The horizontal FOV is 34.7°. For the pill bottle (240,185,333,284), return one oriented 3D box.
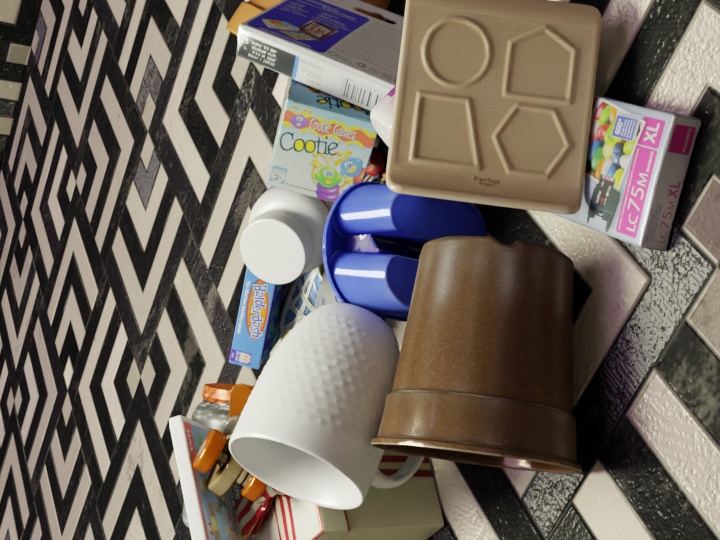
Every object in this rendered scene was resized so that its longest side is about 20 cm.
[{"bbox_3d":[-0.068,-0.065,1.388,0.109,0.108,0.200,-62,-4,33],"label":"pill bottle"}]

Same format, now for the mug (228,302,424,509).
[{"bbox_3d":[-0.013,0.143,1.185,0.147,0.199,0.177,-28,33,56],"label":"mug"}]

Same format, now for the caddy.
[{"bbox_3d":[0.045,-0.020,1.232,0.104,0.199,0.143,-2,80,44],"label":"caddy"}]

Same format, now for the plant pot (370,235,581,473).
[{"bbox_3d":[0.119,0.081,1.100,0.200,0.199,0.201,-13,66,58],"label":"plant pot"}]

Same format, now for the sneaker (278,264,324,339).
[{"bbox_3d":[-0.056,0.036,1.504,0.077,0.075,0.203,13,98,64],"label":"sneaker"}]

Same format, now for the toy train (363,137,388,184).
[{"bbox_3d":[0.062,-0.106,1.338,0.116,0.084,0.201,46,133,32],"label":"toy train"}]

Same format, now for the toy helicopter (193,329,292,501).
[{"bbox_3d":[-0.116,0.158,1.289,0.201,0.078,0.132,-63,8,-16],"label":"toy helicopter"}]

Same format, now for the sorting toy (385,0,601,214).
[{"bbox_3d":[0.123,-0.159,1.074,0.036,0.183,0.203,105,172,-84],"label":"sorting toy"}]

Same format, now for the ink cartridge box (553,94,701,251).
[{"bbox_3d":[0.223,-0.102,1.085,0.200,0.042,0.121,32,112,59],"label":"ink cartridge box"}]

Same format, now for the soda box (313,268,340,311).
[{"bbox_3d":[0.000,0.000,1.368,0.063,0.068,0.201,33,132,19],"label":"soda box"}]

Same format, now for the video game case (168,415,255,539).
[{"bbox_3d":[-0.165,0.253,1.338,0.200,0.017,0.144,50,-156,-69],"label":"video game case"}]

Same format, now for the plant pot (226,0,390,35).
[{"bbox_3d":[-0.053,-0.319,1.464,0.141,0.199,0.200,-62,34,6],"label":"plant pot"}]

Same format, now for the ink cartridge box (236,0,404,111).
[{"bbox_3d":[-0.010,-0.249,1.283,0.200,0.196,0.044,-51,-19,-55],"label":"ink cartridge box"}]

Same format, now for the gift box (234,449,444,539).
[{"bbox_3d":[-0.041,0.244,1.336,0.185,0.185,0.201,-53,43,41],"label":"gift box"}]

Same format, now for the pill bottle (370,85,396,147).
[{"bbox_3d":[0.114,-0.184,1.144,0.200,0.112,0.112,-44,36,-3],"label":"pill bottle"}]

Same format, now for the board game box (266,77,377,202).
[{"bbox_3d":[-0.038,-0.172,1.295,0.201,0.104,0.104,-86,12,-59],"label":"board game box"}]

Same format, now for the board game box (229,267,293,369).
[{"bbox_3d":[-0.124,0.031,1.554,0.200,0.044,0.154,-65,-13,-77],"label":"board game box"}]

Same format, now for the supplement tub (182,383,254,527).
[{"bbox_3d":[-0.186,0.267,1.644,0.122,0.121,0.203,4,88,60],"label":"supplement tub"}]

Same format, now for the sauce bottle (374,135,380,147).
[{"bbox_3d":[-0.012,-0.179,1.478,0.200,0.064,0.065,35,115,54],"label":"sauce bottle"}]
